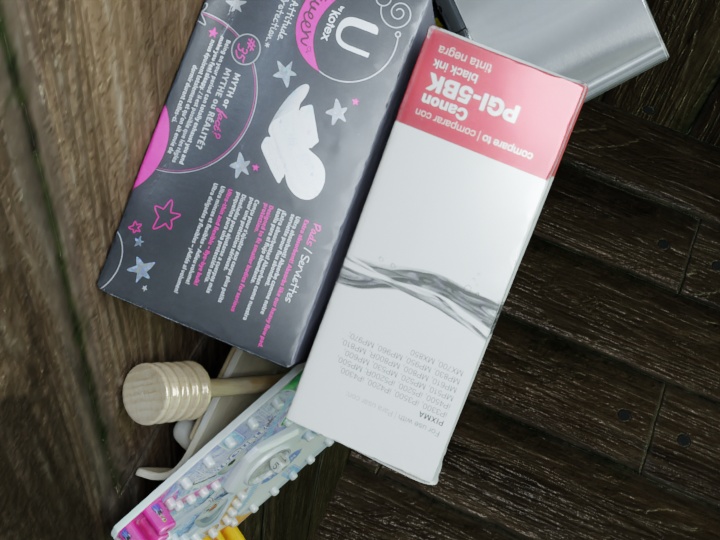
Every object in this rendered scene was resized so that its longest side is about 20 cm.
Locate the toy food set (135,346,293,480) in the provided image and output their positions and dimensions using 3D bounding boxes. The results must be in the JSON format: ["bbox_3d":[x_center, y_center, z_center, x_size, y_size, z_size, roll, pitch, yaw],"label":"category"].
[{"bbox_3d":[-0.085,0.069,0.845,0.202,0.060,0.143,-63,156,0],"label":"toy food set"}]

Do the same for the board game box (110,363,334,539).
[{"bbox_3d":[-0.068,0.146,0.831,0.199,0.026,0.200,-41,160,-3],"label":"board game box"}]

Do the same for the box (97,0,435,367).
[{"bbox_3d":[-0.040,-0.061,0.616,0.132,0.113,0.202,14,98,-83],"label":"box"}]

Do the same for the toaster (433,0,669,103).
[{"bbox_3d":[0.103,-0.192,0.699,0.118,0.183,0.200,-24,-172,18],"label":"toaster"}]

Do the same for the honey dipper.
[{"bbox_3d":[-0.082,0.079,0.753,0.199,0.038,0.038,7,106,-61],"label":"honey dipper"}]

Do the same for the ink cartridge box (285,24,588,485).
[{"bbox_3d":[0.042,-0.012,0.582,0.147,0.082,0.202,-33,144,-80],"label":"ink cartridge box"}]

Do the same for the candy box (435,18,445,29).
[{"bbox_3d":[0.062,-0.087,0.761,0.102,0.026,0.202,50,41,-34],"label":"candy box"}]
